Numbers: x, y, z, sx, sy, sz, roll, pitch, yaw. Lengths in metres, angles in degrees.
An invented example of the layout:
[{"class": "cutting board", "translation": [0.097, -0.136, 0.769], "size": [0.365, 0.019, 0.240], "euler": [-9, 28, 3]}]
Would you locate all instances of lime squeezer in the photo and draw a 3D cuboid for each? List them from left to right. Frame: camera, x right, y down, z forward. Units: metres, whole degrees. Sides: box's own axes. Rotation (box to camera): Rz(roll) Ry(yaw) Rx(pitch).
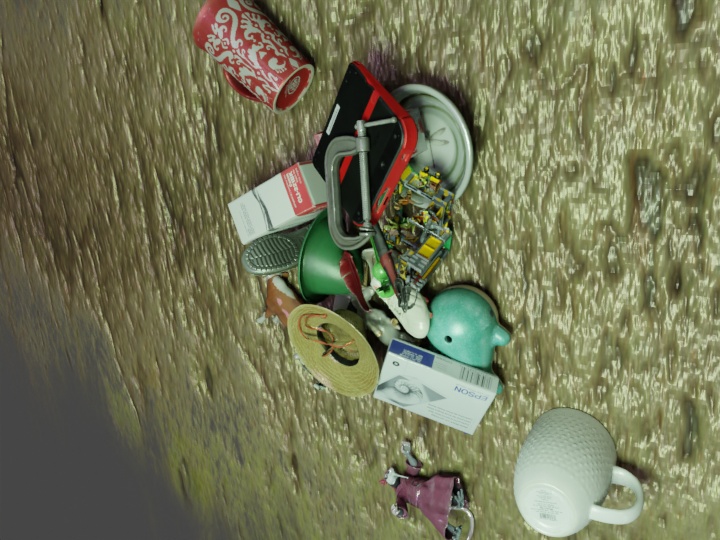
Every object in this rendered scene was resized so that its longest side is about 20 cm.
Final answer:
[{"class": "lime squeezer", "translation": [0.031, 0.001, 1.006], "size": [0.037, 0.202, 0.071], "euler": [-32, 123, 18]}]

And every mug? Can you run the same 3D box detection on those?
[{"class": "mug", "translation": [-0.184, -0.389, 1.111], "size": [0.200, 0.178, 0.134], "euler": [44, 88, 8]}, {"class": "mug", "translation": [0.340, 0.332, 0.953], "size": [0.196, 0.174, 0.152], "euler": [10, 112, 30]}]

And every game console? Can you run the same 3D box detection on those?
[{"class": "game console", "translation": [0.002, -0.190, 0.946], "size": [0.178, 0.030, 0.202], "euler": [55, 136, 29]}]

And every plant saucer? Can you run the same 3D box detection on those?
[{"class": "plant saucer", "translation": [0.110, -0.204, 0.986], "size": [0.198, 0.050, 0.205], "euler": [27, 132, 35]}]

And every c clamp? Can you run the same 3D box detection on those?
[{"class": "c clamp", "translation": [-0.008, -0.128, 0.928], "size": [0.169, 0.027, 0.206], "euler": [15, 110, 50]}]

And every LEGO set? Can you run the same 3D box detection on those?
[{"class": "LEGO set", "translation": [0.073, -0.063, 0.989], "size": [0.152, 0.116, 0.202], "euler": [35, 152, 15]}]

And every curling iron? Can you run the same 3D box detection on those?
[{"class": "curling iron", "translation": [0.045, -0.025, 0.957], "size": [0.050, 0.025, 0.204], "euler": [-59, 42, 47]}]

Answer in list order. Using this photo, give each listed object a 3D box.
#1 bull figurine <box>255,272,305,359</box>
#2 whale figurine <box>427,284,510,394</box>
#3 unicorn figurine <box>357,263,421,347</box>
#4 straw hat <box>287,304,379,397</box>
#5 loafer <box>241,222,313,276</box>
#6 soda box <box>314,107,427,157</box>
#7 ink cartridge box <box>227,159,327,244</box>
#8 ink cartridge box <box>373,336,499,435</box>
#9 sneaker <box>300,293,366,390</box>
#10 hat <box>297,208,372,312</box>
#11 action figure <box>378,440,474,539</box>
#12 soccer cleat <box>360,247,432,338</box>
[{"class": "bull figurine", "translation": [-0.153, 0.086, 1.267], "size": [0.200, 0.065, 0.123], "euler": [44, 128, 16]}, {"class": "whale figurine", "translation": [0.179, 0.130, 1.036], "size": [0.156, 0.103, 0.205], "euler": [-10, 103, 34]}, {"class": "unicorn figurine", "translation": [0.048, 0.101, 1.114], "size": [0.203, 0.073, 0.137], "euler": [62, 170, -14]}, {"class": "straw hat", "translation": [-0.031, 0.121, 1.094], "size": [0.197, 0.085, 0.205], "euler": [19, 131, 23]}, {"class": "loafer", "translation": [-0.134, -0.030, 1.142], "size": [0.076, 0.196, 0.070], "euler": [61, 148, 17]}, {"class": "soda box", "translation": [0.013, -0.212, 0.997], "size": [0.197, 0.063, 0.072], "euler": [2, 116, 47]}, {"class": "ink cartridge box", "translation": [-0.126, -0.130, 1.124], "size": [0.197, 0.143, 0.086], "euler": [-23, 91, 36]}, {"class": "ink cartridge box", "translation": [0.122, 0.221, 1.070], "size": [0.195, 0.041, 0.203], "euler": [19, 139, 7]}, {"class": "sneaker", "translation": [-0.059, 0.142, 1.175], "size": [0.079, 0.128, 0.204], "euler": [27, 123, 38]}, {"class": "hat", "translation": [0.000, 0.000, 1.053], "size": [0.172, 0.204, 0.167], "euler": [12, 154, 26]}, {"class": "action figure", "translation": [0.125, 0.436, 1.202], "size": [0.197, 0.136, 0.149], "euler": [8, 154, 44]}, {"class": "soccer cleat", "translation": [0.058, 0.037, 1.051], "size": [0.070, 0.076, 0.202], "euler": [-63, 38, 36]}]
